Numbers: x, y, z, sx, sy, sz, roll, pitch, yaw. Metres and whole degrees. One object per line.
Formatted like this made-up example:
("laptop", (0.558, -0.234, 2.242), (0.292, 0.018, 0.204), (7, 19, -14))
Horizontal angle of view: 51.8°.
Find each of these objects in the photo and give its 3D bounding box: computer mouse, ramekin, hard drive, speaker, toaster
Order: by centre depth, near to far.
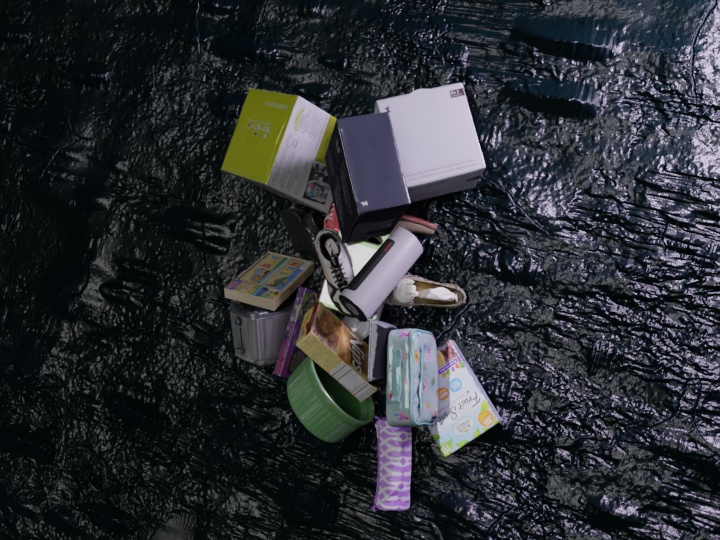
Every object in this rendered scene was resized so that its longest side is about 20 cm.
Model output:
("speaker", (0.045, 0.007, 1.551), (0.080, 0.082, 0.201), (34, 72, 20))
("hard drive", (0.053, 0.178, 1.573), (0.041, 0.200, 0.139), (0, 80, 13))
("ramekin", (-0.069, 0.273, 1.614), (0.097, 0.199, 0.202), (-41, 72, 18))
("computer mouse", (0.001, 0.120, 1.684), (0.200, 0.044, 0.110), (-46, 72, 10))
("toaster", (-0.206, 0.132, 1.693), (0.112, 0.198, 0.133), (14, 108, 39))

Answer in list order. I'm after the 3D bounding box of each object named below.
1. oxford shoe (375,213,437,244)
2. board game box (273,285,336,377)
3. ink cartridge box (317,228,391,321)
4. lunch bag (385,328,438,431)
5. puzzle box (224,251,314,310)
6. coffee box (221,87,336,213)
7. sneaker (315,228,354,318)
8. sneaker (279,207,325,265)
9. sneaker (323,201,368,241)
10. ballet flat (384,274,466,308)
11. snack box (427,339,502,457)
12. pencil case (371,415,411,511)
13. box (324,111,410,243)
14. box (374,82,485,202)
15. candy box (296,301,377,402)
("oxford shoe", (0.073, -0.092, 1.661), (0.194, 0.070, 0.077), (8, 95, 5))
("board game box", (-0.120, 0.147, 1.687), (0.032, 0.119, 0.205), (16, 88, 40))
("ink cartridge box", (0.000, 0.000, 1.640), (0.142, 0.048, 0.205), (16, 86, 5))
("lunch bag", (0.106, 0.223, 1.514), (0.075, 0.160, 0.206), (-4, 79, 22))
("puzzle box", (-0.206, 0.020, 1.703), (0.130, 0.200, 0.026), (12, 121, 21))
("coffee box", (-0.163, -0.274, 1.682), (0.198, 0.196, 0.204), (21, 91, 46))
("sneaker", (-0.050, 0.007, 1.582), (0.072, 0.080, 0.204), (-23, 87, 0))
("sneaker", (-0.114, -0.063, 1.743), (0.103, 0.060, 0.204), (-23, 91, 37))
("sneaker", (-0.051, -0.119, 1.698), (0.074, 0.085, 0.204), (-45, 63, 57))
("ballet flat", (0.133, 0.046, 1.585), (0.194, 0.075, 0.070), (6, 86, -8))
("snack box", (0.190, 0.271, 1.587), (0.141, 0.053, 0.203), (-35, 71, 14))
("pencil case", (0.069, 0.412, 1.598), (0.083, 0.084, 0.206), (3, 81, -16))
("box", (0.009, -0.187, 1.530), (0.114, 0.200, 0.202), (-11, 78, -12))
("box", (0.143, -0.269, 1.598), (0.194, 0.131, 0.205), (-13, 78, -5))
("candy box", (-0.043, 0.175, 1.602), (0.199, 0.116, 0.055), (42, 118, -17))
